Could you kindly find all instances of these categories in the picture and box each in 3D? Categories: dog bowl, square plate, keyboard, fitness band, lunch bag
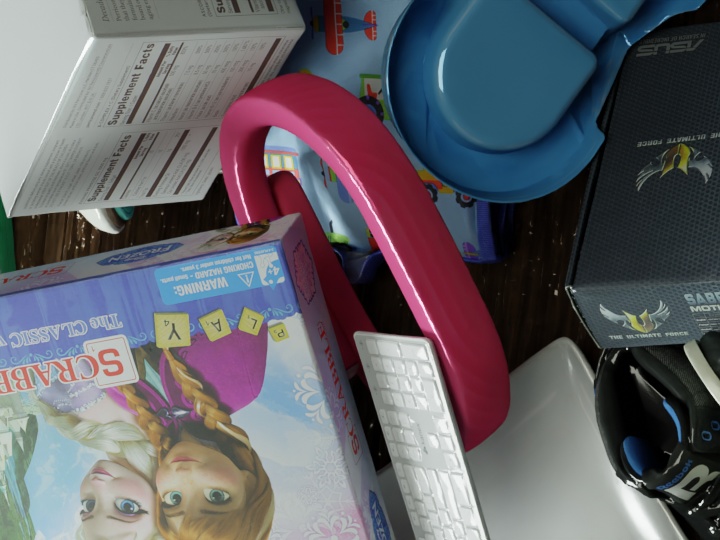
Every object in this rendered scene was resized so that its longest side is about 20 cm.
[{"bbox_3d":[0.085,-0.124,0.985,0.111,0.050,0.200,37,84,-16],"label":"dog bowl"},{"bbox_3d":[0.082,0.167,1.055,0.198,0.028,0.200,-38,71,25],"label":"square plate"},{"bbox_3d":[0.042,0.122,1.004,0.056,0.011,0.201,9,120,58],"label":"keyboard"},{"bbox_3d":[0.000,0.000,1.016,0.200,0.037,0.144,62,156,-10],"label":"fitness band"},{"bbox_3d":[0.006,-0.092,1.078,0.150,0.094,0.201,6,96,27],"label":"lunch bag"}]

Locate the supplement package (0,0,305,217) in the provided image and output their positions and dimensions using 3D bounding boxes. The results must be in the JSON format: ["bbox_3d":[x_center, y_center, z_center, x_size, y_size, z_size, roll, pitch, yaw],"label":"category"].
[{"bbox_3d":[-0.132,-0.153,1.059,0.156,0.111,0.200,-53,50,51],"label":"supplement package"}]

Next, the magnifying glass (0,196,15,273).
[{"bbox_3d":[-0.219,-0.036,1.231,0.079,0.022,0.201,22,98,27],"label":"magnifying glass"}]

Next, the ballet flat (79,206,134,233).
[{"bbox_3d":[-0.166,-0.103,1.160,0.069,0.069,0.201,-24,62,25],"label":"ballet flat"}]

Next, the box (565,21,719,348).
[{"bbox_3d":[0.202,-0.045,0.945,0.199,0.051,0.158,-5,51,29],"label":"box"}]

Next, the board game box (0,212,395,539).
[{"bbox_3d":[-0.098,0.088,1.038,0.199,0.041,0.200,-11,107,17],"label":"board game box"}]

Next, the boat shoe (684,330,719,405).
[{"bbox_3d":[0.227,0.082,0.926,0.199,0.075,0.066,43,106,-8],"label":"boat shoe"}]

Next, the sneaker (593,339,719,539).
[{"bbox_3d":[0.170,0.110,0.967,0.073,0.112,0.200,-43,70,22],"label":"sneaker"}]

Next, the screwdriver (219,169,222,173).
[{"bbox_3d":[-0.099,-0.054,1.173,0.199,0.029,0.028,-1,87,19],"label":"screwdriver"}]
